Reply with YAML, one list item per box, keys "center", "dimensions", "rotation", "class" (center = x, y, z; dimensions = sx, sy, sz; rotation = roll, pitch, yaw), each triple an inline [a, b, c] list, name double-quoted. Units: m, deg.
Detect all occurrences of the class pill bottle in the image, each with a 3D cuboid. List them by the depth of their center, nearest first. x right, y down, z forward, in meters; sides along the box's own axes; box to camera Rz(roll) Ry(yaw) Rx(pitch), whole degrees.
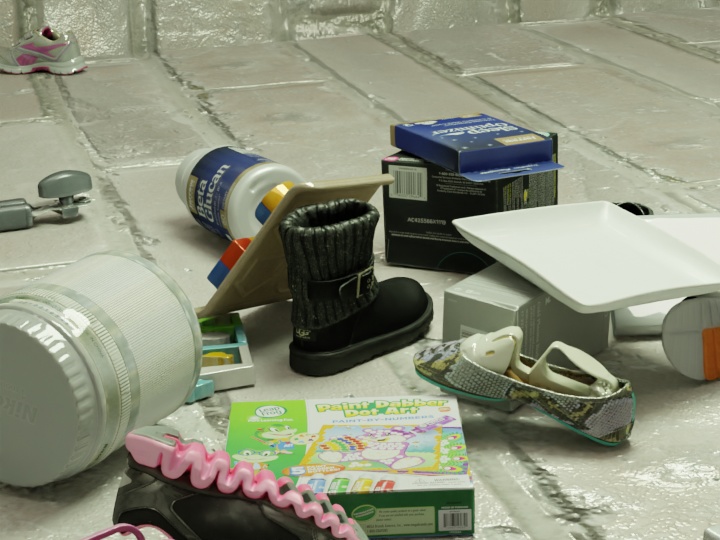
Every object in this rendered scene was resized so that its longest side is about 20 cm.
- center: [-0.151, -0.093, 2.077]
  dimensions: [0.111, 0.112, 0.200]
  rotation: [-12, 19, -28]
  class: "pill bottle"

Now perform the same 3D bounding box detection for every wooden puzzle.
- center: [-0.075, -0.035, 1.742]
  dimensions: [0.046, 0.200, 0.185]
  rotation: [49, 25, 16]
  class: "wooden puzzle"

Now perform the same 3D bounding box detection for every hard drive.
- center: [0.351, 0.002, 1.727]
  dimensions: [0.199, 0.027, 0.132]
  rotation: [-2, 59, -1]
  class: "hard drive"

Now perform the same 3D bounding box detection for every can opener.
- center: [-0.444, -0.090, 2.179]
  dimensions: [0.199, 0.067, 0.053]
  rotation: [-9, 18, -21]
  class: "can opener"

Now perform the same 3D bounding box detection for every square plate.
- center: [0.217, -0.011, 1.574]
  dimensions: [0.197, 0.029, 0.200]
  rotation: [-7, 28, -34]
  class: "square plate"

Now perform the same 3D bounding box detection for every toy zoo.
- center: [-0.174, 0.085, 1.660]
  dimensions: [0.130, 0.021, 0.200]
  rotation: [-4, 17, -7]
  class: "toy zoo"

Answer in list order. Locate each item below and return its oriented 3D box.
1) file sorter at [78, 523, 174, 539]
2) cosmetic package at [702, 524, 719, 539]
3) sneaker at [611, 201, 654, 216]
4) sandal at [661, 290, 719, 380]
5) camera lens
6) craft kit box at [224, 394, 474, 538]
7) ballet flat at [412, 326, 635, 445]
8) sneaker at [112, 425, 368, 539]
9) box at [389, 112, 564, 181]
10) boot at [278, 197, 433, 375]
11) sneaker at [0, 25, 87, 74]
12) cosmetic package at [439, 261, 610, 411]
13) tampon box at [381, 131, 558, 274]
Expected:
- center: [-0.114, 0.241, 0.973]
  dimensions: [0.199, 0.126, 0.139]
  rotation: [15, 24, 43]
  class: "file sorter"
- center: [0.340, 0.218, 0.994]
  dimensions: [0.199, 0.124, 0.199]
  rotation: [-12, 19, -24]
  class: "cosmetic package"
- center: [0.301, -0.035, 1.856]
  dimensions: [0.070, 0.100, 0.200]
  rotation: [0, 16, 13]
  class: "sneaker"
- center: [0.354, 0.056, 1.610]
  dimensions: [0.206, 0.080, 0.059]
  rotation: [-3, 14, -32]
  class: "sandal"
- center: [-0.242, 0.080, 1.447]
  dimensions: [0.159, 0.161, 0.200]
  rotation: [6, 19, 25]
  class: "camera lens"
- center: [-0.012, 0.157, 1.373]
  dimensions: [0.199, 0.049, 0.198]
  rotation: [-2, 15, -1]
  class: "craft kit box"
- center: [0.145, 0.085, 1.458]
  dimensions: [0.199, 0.072, 0.072]
  rotation: [19, 22, 13]
  class: "ballet flat"
- center: [-0.090, 0.189, 1.235]
  dimensions: [0.199, 0.096, 0.079]
  rotation: [22, -1, 0]
  class: "sneaker"
- center: [0.131, -0.141, 1.906]
  dimensions: [0.121, 0.033, 0.200]
  rotation: [-10, 20, -24]
  class: "box"
- center: [0.002, 0.001, 1.676]
  dimensions: [0.079, 0.159, 0.211]
  rotation: [9, 21, 33]
  class: "boot"
- center: [-0.620, -0.427, 3.252]
  dimensions: [0.199, 0.089, 0.081]
  rotation: [2, 18, 15]
  class: "sneaker"
- center: [0.159, 0.047, 1.599]
  dimensions: [0.090, 0.107, 0.200]
  rotation: [14, 25, 34]
  class: "cosmetic package"
- center: [0.132, -0.088, 1.999]
  dimensions: [0.149, 0.127, 0.200]
  rotation: [6, 19, 25]
  class: "tampon box"
